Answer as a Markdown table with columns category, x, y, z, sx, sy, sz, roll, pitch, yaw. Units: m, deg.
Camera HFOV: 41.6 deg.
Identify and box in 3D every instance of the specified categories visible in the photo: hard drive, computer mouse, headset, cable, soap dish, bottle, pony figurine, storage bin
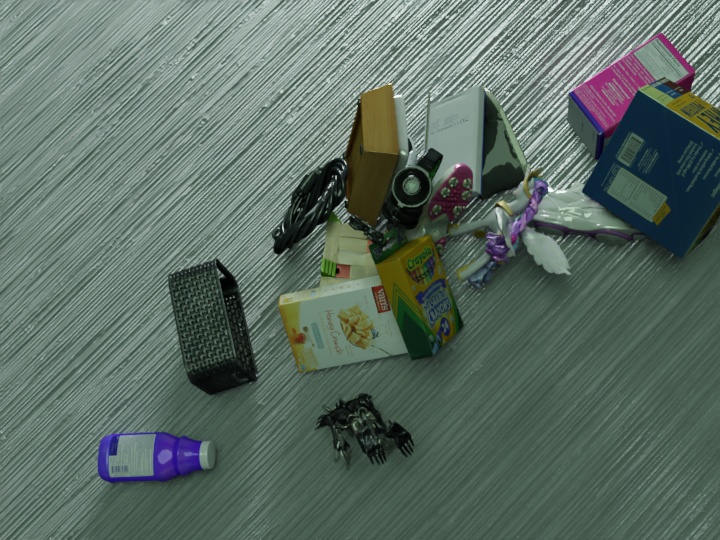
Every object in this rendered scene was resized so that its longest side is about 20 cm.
| category | x | y | z | sx | sy | sz | roll | pitch | yaw |
| --- | --- | --- | --- | --- | --- | --- | --- | --- | --- |
| hard drive | 0.165 | -0.216 | 1.692 | 0.131 | 0.025 | 0.203 | -15 | 64 | 45 |
| computer mouse | 0.078 | -0.163 | 1.697 | 0.043 | 0.110 | 0.203 | 8 | 64 | -7 |
| headset | 0.064 | -0.122 | 1.541 | 0.093 | 0.124 | 0.201 | 31 | 60 | 6 |
| cable | -0.086 | -0.108 | 1.678 | 0.051 | 0.163 | 0.201 | 39 | 82 | -25 |
| soap dish | 0.023 | -0.198 | 1.642 | 0.080 | 0.201 | 0.159 | 4 | 56 | -10 |
| bottle | -0.349 | 0.320 | 1.628 | 0.197 | 0.065 | 0.085 | -5 | 71 | 9 |
| pony figurine | 0.244 | -0.059 | 1.582 | 0.199 | 0.165 | 0.195 | -38 | 43 | 33 |
| storage bin | -0.255 | 0.099 | 1.645 | 0.092 | 0.135 | 0.203 | -18 | 69 | 4 |

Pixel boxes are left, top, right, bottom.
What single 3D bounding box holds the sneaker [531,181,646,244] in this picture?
| category | x | y | z | sx | sy | sz | roll | pitch | yaw |
| --- | --- | --- | --- | --- | --- | --- | --- | --- | --- |
| sneaker | 0.396 | -0.102 | 1.617 | 0.197 | 0.075 | 0.101 | 11 | 75 | 14 |

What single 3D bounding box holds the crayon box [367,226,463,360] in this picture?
| category | x | y | z | sx | sy | sz | roll | pitch | yaw |
| --- | --- | --- | --- | --- | --- | --- | --- | --- | --- |
| crayon box | 0.094 | 0.028 | 1.560 | 0.051 | 0.125 | 0.202 | -15 | 101 | 34 |

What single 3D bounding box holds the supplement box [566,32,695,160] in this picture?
| category | x | y | z | sx | sy | sz | roll | pitch | yaw |
| --- | --- | --- | --- | --- | --- | --- | --- | --- | --- |
| supplement box | 0.470 | -0.303 | 1.656 | 0.198 | 0.101 | 0.104 | -31 | 68 | -1 |

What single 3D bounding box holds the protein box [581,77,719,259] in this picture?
| category | x | y | z | sx | sy | sz | roll | pitch | yaw |
| --- | --- | --- | --- | --- | --- | --- | --- | --- | --- |
| protein box | 0.506 | -0.168 | 1.535 | 0.199 | 0.134 | 0.200 | 37 | 125 | 20 |

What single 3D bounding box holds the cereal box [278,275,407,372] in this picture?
| category | x | y | z | sx | sy | sz | roll | pitch | yaw |
| --- | --- | --- | --- | --- | --- | --- | --- | --- | --- |
| cereal box | -0.026 | 0.091 | 1.607 | 0.197 | 0.145 | 0.040 | -12 | 29 | 8 |

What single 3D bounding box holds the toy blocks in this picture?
| category | x | y | z | sx | sy | sz | roll | pitch | yaw |
| --- | --- | --- | --- | --- | --- | --- | --- | --- | --- |
| toy blocks | 0.000 | 0.000 | 1.662 | 0.134 | 0.100 | 0.203 | 5 | 72 | 0 |

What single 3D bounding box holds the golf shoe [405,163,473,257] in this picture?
| category | x | y | z | sx | sy | sz | roll | pitch | yaw |
| --- | --- | --- | --- | --- | --- | --- | --- | --- | --- |
| golf shoe | 0.124 | -0.104 | 1.634 | 0.202 | 0.074 | 0.092 | -63 | 34 | 22 |

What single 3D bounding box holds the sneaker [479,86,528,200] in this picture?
| category | x | y | z | sx | sy | sz | roll | pitch | yaw |
| --- | --- | --- | --- | --- | --- | --- | --- | --- | --- |
| sneaker | 0.219 | -0.230 | 1.695 | 0.105 | 0.075 | 0.202 | -24 | 70 | 3 |

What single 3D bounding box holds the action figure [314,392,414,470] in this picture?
| category | x | y | z | sx | sy | sz | roll | pitch | yaw |
| --- | --- | --- | --- | --- | --- | --- | --- | --- | --- |
| action figure | 0.001 | 0.267 | 1.549 | 0.118 | 0.199 | 0.103 | -21 | 106 | -22 |

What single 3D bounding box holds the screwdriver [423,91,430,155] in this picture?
| category | x | y | z | sx | sy | sz | roll | pitch | yaw |
| --- | --- | --- | --- | --- | --- | --- | --- | --- | --- |
| screwdriver | 0.123 | -0.229 | 1.706 | 0.029 | 0.028 | 0.203 | 4 | 75 | 18 |
